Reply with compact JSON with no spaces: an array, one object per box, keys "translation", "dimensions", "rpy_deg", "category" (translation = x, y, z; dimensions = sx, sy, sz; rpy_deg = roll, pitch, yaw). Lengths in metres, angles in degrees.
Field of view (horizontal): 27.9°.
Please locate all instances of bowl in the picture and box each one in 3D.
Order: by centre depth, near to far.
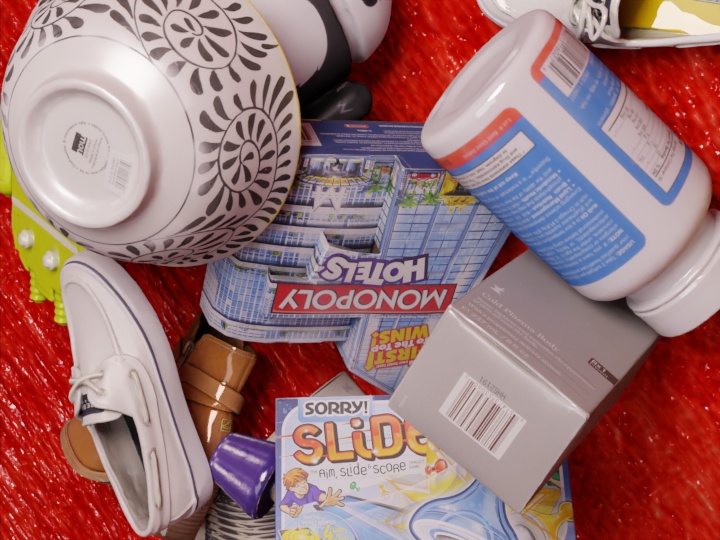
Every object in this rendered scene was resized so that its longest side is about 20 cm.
[{"translation":[-0.143,-0.081,0.860],"dimensions":[0.198,0.094,0.203],"rpy_deg":[8,114,19],"category":"bowl"}]

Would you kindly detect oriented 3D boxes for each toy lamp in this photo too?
[{"translation":[-0.016,0.175,1.013],"dimensions":[0.199,0.058,0.059],"rpy_deg":[28,115,13],"category":"toy lamp"}]

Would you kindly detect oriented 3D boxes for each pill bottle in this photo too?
[{"translation":[0.142,-0.053,0.885],"dimensions":[0.200,0.113,0.112],"rpy_deg":[42,121,-13],"category":"pill bottle"}]

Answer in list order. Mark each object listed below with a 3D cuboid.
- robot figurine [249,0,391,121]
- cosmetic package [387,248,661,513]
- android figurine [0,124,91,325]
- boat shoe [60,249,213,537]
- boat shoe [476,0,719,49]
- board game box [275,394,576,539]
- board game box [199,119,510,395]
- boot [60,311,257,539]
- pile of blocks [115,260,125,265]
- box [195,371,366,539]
[{"translation":[-0.073,-0.158,0.951],"dimensions":[0.125,0.199,0.151],"rpy_deg":[45,167,44],"category":"robot figurine"},{"translation":[0.111,0.056,0.906],"dimensions":[0.106,0.200,0.091],"rpy_deg":[37,120,11],"category":"cosmetic package"},{"translation":[-0.225,-0.061,1.079],"dimensions":[0.182,0.041,0.202],"rpy_deg":[34,124,46],"category":"android figurine"},{"translation":[-0.169,0.087,1.007],"dimensions":[0.071,0.066,0.202],"rpy_deg":[-8,104,42],"category":"boat shoe"},{"translation":[0.154,-0.165,0.884],"dimensions":[0.200,0.086,0.076],"rpy_deg":[13,110,24],"category":"boat shoe"},{"translation":[0.042,0.151,0.973],"dimensions":[0.197,0.035,0.137],"rpy_deg":[-2,62,0],"category":"board game box"},{"translation":[0.000,0.000,0.977],"dimensions":[0.062,0.198,0.202],"rpy_deg":[-118,35,-48],"category":"board game box"},{"translation":[-0.157,0.102,1.131],"dimensions":[0.200,0.076,0.157],"rpy_deg":[27,97,57],"category":"boot"},{"translation":[-0.125,-0.062,1.069],"dimensions":[0.062,0.083,0.200],"rpy_deg":[24,126,-25],"category":"pile of blocks"},{"translation":[-0.058,0.174,1.104],"dimensions":[0.082,0.068,0.200],"rpy_deg":[46,120,8],"category":"box"}]
